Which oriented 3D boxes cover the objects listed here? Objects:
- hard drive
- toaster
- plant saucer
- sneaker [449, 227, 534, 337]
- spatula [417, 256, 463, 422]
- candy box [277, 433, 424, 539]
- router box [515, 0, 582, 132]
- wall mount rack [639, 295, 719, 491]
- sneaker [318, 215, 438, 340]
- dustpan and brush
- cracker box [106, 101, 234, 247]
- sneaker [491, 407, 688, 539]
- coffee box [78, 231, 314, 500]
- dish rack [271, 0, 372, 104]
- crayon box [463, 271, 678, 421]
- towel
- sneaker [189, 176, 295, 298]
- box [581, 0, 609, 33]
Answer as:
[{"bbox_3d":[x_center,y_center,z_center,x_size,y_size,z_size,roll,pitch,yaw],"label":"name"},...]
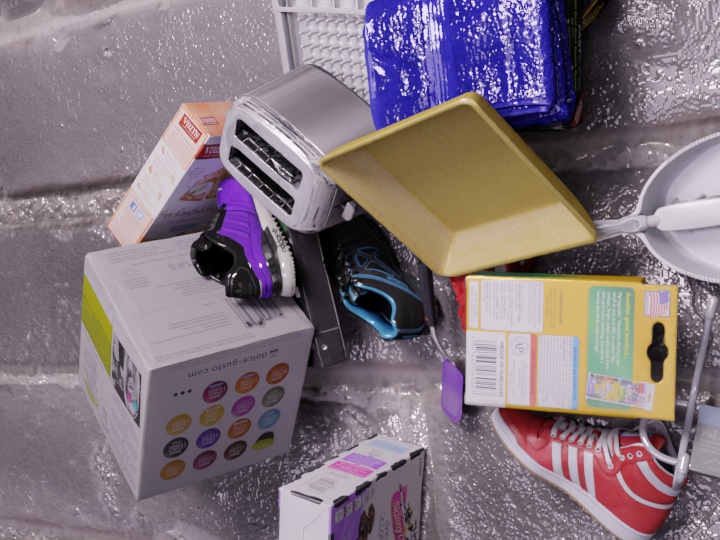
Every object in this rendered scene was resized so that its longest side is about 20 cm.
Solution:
[{"bbox_3d":[-0.075,0.010,1.144,0.139,0.037,0.204,-12,93,68],"label":"hard drive"},{"bbox_3d":[-0.058,-0.132,1.039,0.200,0.129,0.114,42,136,18],"label":"toaster"},{"bbox_3d":[0.093,-0.083,0.918,0.198,0.049,0.199,-15,134,45],"label":"plant saucer"},{"bbox_3d":[0.121,0.018,1.050,0.114,0.078,0.204,18,102,42],"label":"sneaker"},{"bbox_3d":[0.085,0.070,1.067,0.056,0.020,0.203,-141,34,-66],"label":"spatula"},{"bbox_3d":[-0.008,0.295,1.095,0.071,0.199,0.171,9,104,31],"label":"candy box"},{"bbox_3d":[0.131,-0.232,0.932,0.148,0.062,0.204,4,102,32],"label":"router box"},{"bbox_3d":[0.360,0.127,0.894,0.197,0.075,0.176,12,68,17],"label":"wall mount rack"},{"bbox_3d":[0.000,0.000,1.106,0.200,0.081,0.074,42,121,21],"label":"sneaker"},{"bbox_3d":[0.288,-0.049,0.922,0.197,0.057,0.142,-8,95,34],"label":"dustpan and brush"},{"bbox_3d":[-0.201,-0.110,1.185,0.058,0.133,0.201,48,121,16],"label":"cracker box"},{"bbox_3d":[0.234,0.174,0.993,0.199,0.071,0.113,36,120,14],"label":"sneaker"},{"bbox_3d":[-0.195,0.100,1.129,0.200,0.197,0.200,48,137,39],"label":"coffee box"},{"bbox_3d":[-0.016,-0.235,1.065,0.170,0.043,0.203,14,121,38],"label":"dish rack"},{"bbox_3d":[0.200,0.069,0.939,0.196,0.051,0.128,2,96,21],"label":"crayon box"},{"bbox_3d":[0.091,-0.193,0.898,0.197,0.049,0.151,-6,97,35],"label":"towel"},{"bbox_3d":[-0.147,-0.039,1.103,0.201,0.098,0.070,-124,28,-46],"label":"sneaker"},{"bbox_3d":[0.131,-0.280,0.990,0.201,0.049,0.160,49,119,16],"label":"box"}]
